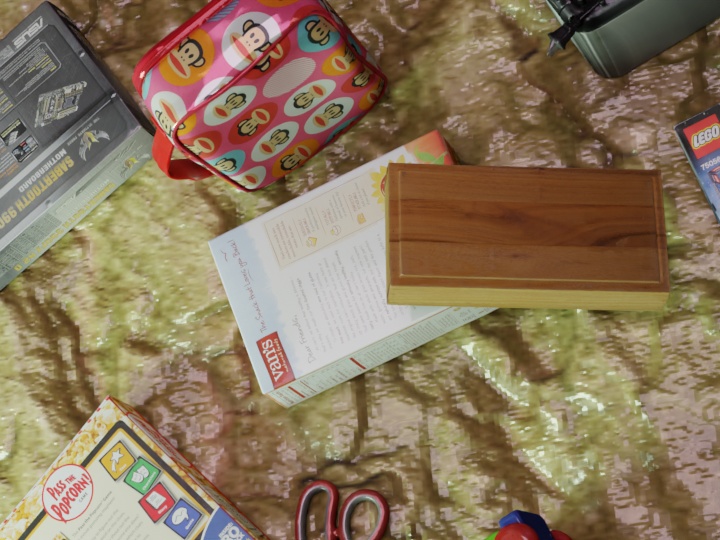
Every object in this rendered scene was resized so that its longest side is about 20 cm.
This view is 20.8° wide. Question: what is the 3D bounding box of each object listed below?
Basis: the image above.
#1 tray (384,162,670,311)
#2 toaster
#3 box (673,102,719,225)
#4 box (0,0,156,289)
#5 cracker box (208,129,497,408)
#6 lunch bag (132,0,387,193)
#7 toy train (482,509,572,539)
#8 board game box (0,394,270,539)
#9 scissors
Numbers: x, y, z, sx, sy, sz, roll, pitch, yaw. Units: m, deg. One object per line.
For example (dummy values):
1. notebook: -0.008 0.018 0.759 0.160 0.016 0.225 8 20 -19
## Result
1. tray: 0.118 -0.025 1.409 0.199 0.037 0.099 2 65 -5
2. toaster: 0.195 -0.260 1.456 0.200 0.119 0.181 -31 65 7
3. box: 0.341 -0.085 1.393 0.199 0.040 0.137 -26 68 10
4. box: -0.282 -0.100 1.615 0.200 0.048 0.159 -41 66 4
5. cracker box: 0.000 0.000 1.478 0.199 0.058 0.134 -25 68 9
6. lunch bag: -0.081 -0.132 1.472 0.176 0.200 0.082 -39 70 4
7. toy train: 0.120 0.276 1.341 0.116 0.085 0.201 -35 65 18
8. board game box: -0.166 0.215 1.476 0.200 0.046 0.152 41 90 25
9. scissors: -0.015 0.252 1.432 0.073 0.014 0.201 -3 74 16
